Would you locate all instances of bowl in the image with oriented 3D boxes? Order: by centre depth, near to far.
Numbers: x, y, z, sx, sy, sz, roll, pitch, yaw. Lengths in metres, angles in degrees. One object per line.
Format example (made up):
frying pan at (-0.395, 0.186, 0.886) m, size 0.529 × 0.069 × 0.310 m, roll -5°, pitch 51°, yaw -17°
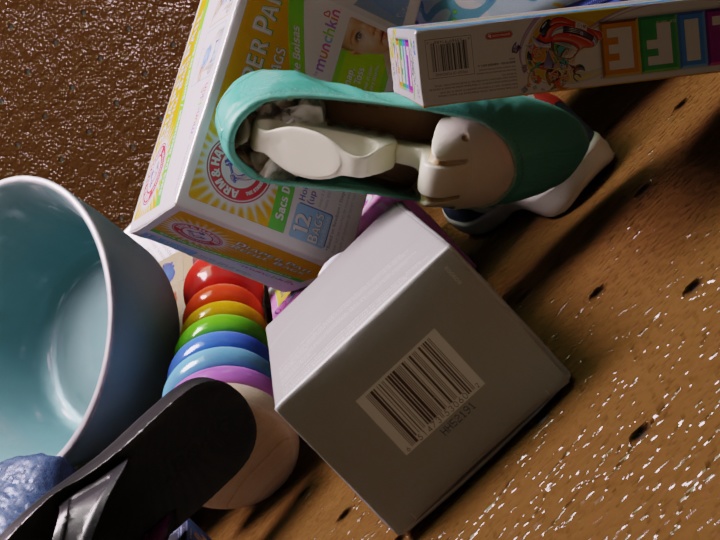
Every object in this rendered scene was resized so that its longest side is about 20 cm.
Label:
bowl at (-0.196, 0.044, 0.975) m, size 0.201 × 0.201 × 0.105 m, roll -41°, pitch -29°, yaw 26°

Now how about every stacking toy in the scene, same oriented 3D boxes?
stacking toy at (-0.086, 0.056, 0.920) m, size 0.085 × 0.085 × 0.200 m, roll -42°, pitch 26°, yaw 17°

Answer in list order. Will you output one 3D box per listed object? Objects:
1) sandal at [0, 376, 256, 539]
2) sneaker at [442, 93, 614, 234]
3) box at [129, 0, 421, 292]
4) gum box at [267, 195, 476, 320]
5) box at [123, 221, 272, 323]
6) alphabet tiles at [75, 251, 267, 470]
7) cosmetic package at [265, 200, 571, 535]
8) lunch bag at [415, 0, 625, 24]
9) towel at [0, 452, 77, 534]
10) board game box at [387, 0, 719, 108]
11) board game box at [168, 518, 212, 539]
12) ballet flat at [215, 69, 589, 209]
sandal at (-0.128, 0.135, 0.761) m, size 0.201 × 0.075 × 0.048 m, roll -48°, pitch 28°, yaw -18°
sneaker at (0.082, -0.078, 0.912) m, size 0.075 × 0.085 × 0.200 m, roll -48°, pitch 9°, yaw -15°
box at (-0.049, -0.102, 0.878) m, size 0.101 × 0.112 × 0.201 m, roll -18°, pitch 54°, yaw 65°
gum box at (0.000, 0.000, 0.987) m, size 0.113 × 0.066 × 0.200 m, roll -44°, pitch 10°, yaw 2°
box at (-0.094, -0.012, 1.162) m, size 0.200 × 0.106 × 0.152 m, roll -44°, pitch -19°, yaw 11°
alphabet tiles at (-0.149, 0.058, 1.041) m, size 0.200 × 0.006 × 0.167 m, roll -29°, pitch 41°, yaw 19°
cosmetic package at (0.018, 0.037, 0.707) m, size 0.107 × 0.090 × 0.200 m, roll -44°, pitch 7°, yaw 4°
lunch bag at (0.113, -0.168, 0.965) m, size 0.160 × 0.083 × 0.200 m, roll -22°, pitch -2°, yaw 4°
towel at (-0.226, 0.194, 0.817) m, size 0.111 × 0.049 × 0.200 m, roll -25°, pitch 34°, yaw 32°
board game box at (0.118, -0.109, 0.695) m, size 0.199 × 0.034 × 0.134 m, roll -7°, pitch 10°, yaw -2°
board game box at (-0.149, 0.227, 0.765) m, size 0.200 × 0.035 × 0.135 m, roll -45°, pitch 9°, yaw -1°
ballet flat at (0.019, -0.060, 0.770) m, size 0.070 × 0.199 × 0.068 m, roll -75°, pitch -8°, yaw -58°
